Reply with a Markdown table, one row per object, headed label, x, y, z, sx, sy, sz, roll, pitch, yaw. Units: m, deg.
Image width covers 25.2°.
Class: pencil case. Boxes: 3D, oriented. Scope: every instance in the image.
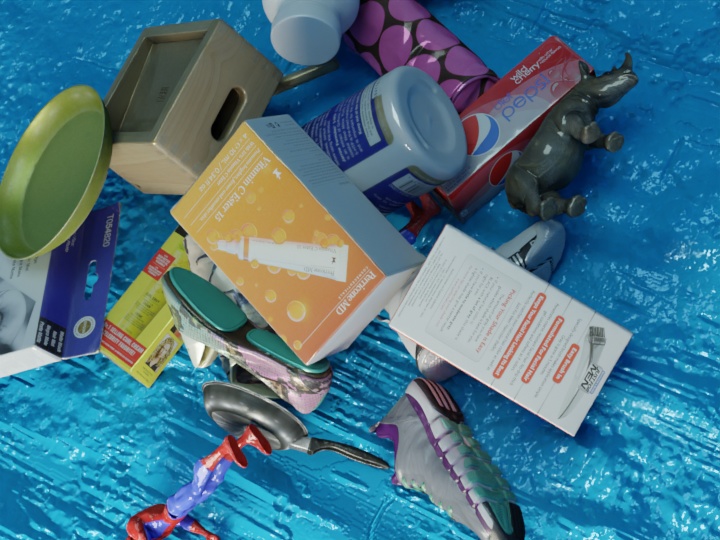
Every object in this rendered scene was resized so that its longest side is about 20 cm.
| label | x | y | z | sx | sy | sz | roll | pitch | yaw |
| --- | --- | --- | --- | --- | --- | --- | --- | --- | --- |
| pencil case | -0.113 | 0.040 | 1.610 | 0.089 | 0.077 | 0.202 | -30 | 73 | 40 |
| pencil case | 0.059 | -0.224 | 1.710 | 0.094 | 0.090 | 0.200 | -54 | 54 | 19 |

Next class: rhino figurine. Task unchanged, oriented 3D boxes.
| label | x | y | z | sx | sy | sz | roll | pitch | yaw |
| --- | --- | --- | --- | --- | --- | --- | --- | --- | --- |
| rhino figurine | 0.209 | -0.134 | 1.572 | 0.087 | 0.060 | 0.201 | 20 | 74 | 53 |

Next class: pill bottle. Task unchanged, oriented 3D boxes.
| label | x | y | z | sx | sy | sz | roll | pitch | yaw |
| --- | --- | --- | --- | --- | --- | --- | --- | --- | --- |
| pill bottle | -0.049 | -0.315 | 1.705 | 0.103 | 0.105 | 0.201 | -7 | 52 | 17 |
| pill bottle | -0.004 | -0.107 | 1.597 | 0.199 | 0.119 | 0.121 | -28 | 55 | 32 |

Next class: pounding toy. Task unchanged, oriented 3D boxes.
| label | x | y | z | sx | sy | sz | roll | pitch | yaw |
| --- | --- | --- | --- | --- | --- | --- | --- | --- | --- |
| pounding toy | -0.162 | -0.181 | 1.736 | 0.183 | 0.142 | 0.201 | 5 | 63 | 51 |

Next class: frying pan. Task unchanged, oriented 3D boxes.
| label | x | y | z | sx | sy | sz | roll | pitch | yaw |
| --- | --- | --- | --- | --- | --- | --- | --- | --- | --- |
| frying pan | -0.075 | 0.162 | 1.570 | 0.189 | 0.115 | 0.031 | 33 | 66 | -15 |

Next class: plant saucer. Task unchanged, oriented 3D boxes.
| label | x | y | z | sx | sy | sz | roll | pitch | yaw |
| --- | --- | --- | --- | --- | --- | --- | --- | --- | --- |
| plant saucer | -0.321 | -0.100 | 1.711 | 0.199 | 0.031 | 0.202 | -28 | 50 | 39 |

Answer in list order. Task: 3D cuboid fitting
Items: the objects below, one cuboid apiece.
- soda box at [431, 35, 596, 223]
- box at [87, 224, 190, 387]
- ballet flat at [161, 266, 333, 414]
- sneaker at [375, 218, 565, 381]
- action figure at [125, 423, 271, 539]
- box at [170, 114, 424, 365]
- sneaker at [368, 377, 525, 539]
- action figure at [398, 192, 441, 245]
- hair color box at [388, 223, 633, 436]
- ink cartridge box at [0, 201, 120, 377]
| label | x | y | z | sx | sy | sz | roll | pitch | yaw |
| --- | --- | --- | --- | --- | --- | --- | --- | --- | --- |
| soda box | 0.151 | -0.145 | 1.645 | 0.200 | 0.063 | 0.070 | -41 | 58 | -3 |
| box | -0.194 | 0.020 | 1.694 | 0.075 | 0.050 | 0.200 | 33 | 79 | 29 |
| ballet flat | -0.118 | 0.075 | 1.538 | 0.199 | 0.069 | 0.072 | 31 | 114 | 14 |
| sneaker | 0.103 | 0.004 | 1.579 | 0.200 | 0.075 | 0.115 | -46 | 61 | -3 |
| action figure | -0.154 | 0.242 | 1.544 | 0.200 | 0.065 | 0.099 | -38 | 78 | 31 |
| box | -0.059 | -0.031 | 1.513 | 0.200 | 0.097 | 0.125 | 47 | 113 | 11 |
| sneaker | 0.080 | 0.199 | 1.505 | 0.087 | 0.074 | 0.201 | -43 | 50 | 18 |
| action figure | 0.000 | 0.000 | 1.610 | 0.200 | 0.052 | 0.065 | -52 | 15 | -20 |
| hair color box | 0.138 | 0.055 | 1.491 | 0.199 | 0.064 | 0.111 | 31 | 90 | 4 |
| ink cartridge box | -0.359 | 0.019 | 1.727 | 0.198 | 0.041 | 0.201 | -15 | 51 | 22 |
